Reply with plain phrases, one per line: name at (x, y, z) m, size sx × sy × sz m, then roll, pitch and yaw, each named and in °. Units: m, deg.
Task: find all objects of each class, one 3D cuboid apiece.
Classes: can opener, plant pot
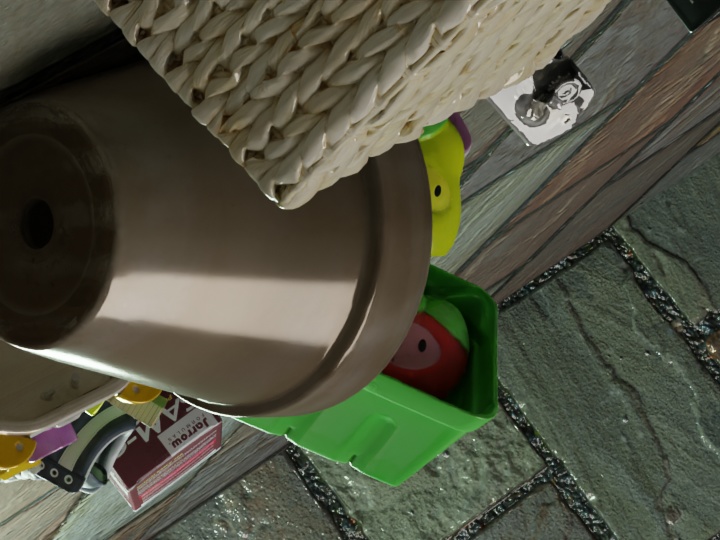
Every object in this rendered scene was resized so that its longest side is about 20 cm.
can opener at (0.070, -0.142, 1.525) m, size 0.053 × 0.067 × 0.200 m, roll -38°, pitch 136°, yaw 8°
plant pot at (-0.096, -0.024, 1.282) m, size 0.173 × 0.200 × 0.200 m, roll -1°, pitch 147°, yaw -48°

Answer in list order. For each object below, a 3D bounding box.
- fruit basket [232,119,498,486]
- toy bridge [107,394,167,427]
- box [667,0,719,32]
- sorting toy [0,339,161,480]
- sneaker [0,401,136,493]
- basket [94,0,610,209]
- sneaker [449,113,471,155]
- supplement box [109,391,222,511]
fruit basket at (0.000, 0.000, 1.593) m, size 0.216 × 0.216 × 0.156 m, roll -40°, pitch -156°, yaw 26°
toy bridge at (-0.108, -0.001, 1.668) m, size 0.200 × 0.067 × 0.027 m, roll -59°, pitch -176°, yaw 13°
box at (0.263, -0.266, 1.626) m, size 0.149 × 0.124 × 0.200 m, roll -31°, pitch 172°, yaw -46°
sorting toy at (-0.217, 0.080, 1.536) m, size 0.200 × 0.107 × 0.180 m, roll -26°, pitch 170°, yaw -39°
sneaker at (-0.242, 0.128, 1.769) m, size 0.200 × 0.109 × 0.070 m, roll -38°, pitch 173°, yaw 6°
basket at (0.019, -0.154, 0.997) m, size 0.198 × 0.161 × 0.200 m, roll -32°, pitch 173°, yaw -44°
sneaker at (-0.005, -0.068, 1.819) m, size 0.088 × 0.081 × 0.200 m, roll -32°, pitch 178°, yaw 34°
supplement box at (-0.187, 0.162, 2.472) m, size 0.109 × 0.061 × 0.200 m, roll -37°, pitch 174°, yaw -10°
